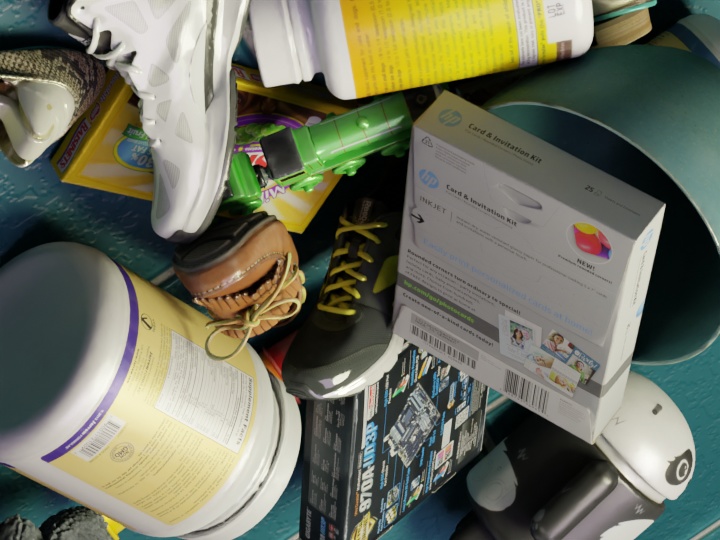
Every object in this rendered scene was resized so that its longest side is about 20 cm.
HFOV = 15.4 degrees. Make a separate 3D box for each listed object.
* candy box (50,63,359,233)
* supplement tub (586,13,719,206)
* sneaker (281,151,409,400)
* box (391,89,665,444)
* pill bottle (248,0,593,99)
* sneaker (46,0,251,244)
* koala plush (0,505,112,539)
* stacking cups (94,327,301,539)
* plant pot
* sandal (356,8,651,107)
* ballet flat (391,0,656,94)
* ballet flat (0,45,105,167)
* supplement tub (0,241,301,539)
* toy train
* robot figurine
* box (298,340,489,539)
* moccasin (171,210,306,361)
[{"bbox_3d":[-0.088,-0.082,1.669,0.199,0.026,0.102,11,126,-42],"label":"candy box"},{"bbox_3d":[0.188,-0.063,1.790,0.200,0.145,0.145,-35,141,-1],"label":"supplement tub"},{"bbox_3d":[0.000,0.000,1.747,0.200,0.074,0.085,-55,137,-35],"label":"sneaker"},{"bbox_3d":[0.098,0.000,1.626,0.041,0.156,0.200,-49,157,-32],"label":"box"},{"bbox_3d":[0.033,-0.164,1.582,0.199,0.110,0.109,-10,139,0],"label":"pill bottle"},{"bbox_3d":[-0.131,-0.117,1.547,0.115,0.076,0.202,3,102,-20],"label":"sneaker"},{"bbox_3d":[-0.293,0.236,1.748,0.200,0.184,0.177,-29,128,35],"label":"koala plush"},{"bbox_3d":[-0.106,0.102,1.826,0.200,0.061,0.061,-37,141,-5],"label":"stacking cups"},{"bbox_3d":[0.172,-0.062,1.639,0.135,0.200,0.201,-48,150,-33],"label":"plant pot"},{"bbox_3d":[0.103,-0.111,1.722,0.211,0.078,0.070,-23,109,-21],"label":"sandal"},{"bbox_3d":[0.096,-0.171,1.688,0.199,0.070,0.070,-22,139,-17],"label":"ballet flat"},{"bbox_3d":[-0.224,-0.091,1.522,0.199,0.075,0.068,2,128,-37],"label":"ballet flat"},{"bbox_3d":[-0.146,0.083,1.686,0.145,0.146,0.200,-45,134,12],"label":"supplement tub"},{"bbox_3d":[-0.031,-0.073,1.628,0.199,0.042,0.056,-22,171,5],"label":"toy train"},{"bbox_3d":[0.162,0.165,2.018,0.200,0.150,0.125,-43,128,10],"label":"robot figurine"},{"bbox_3d":[0.028,0.095,1.873,0.159,0.046,0.201,-37,148,-33],"label":"box"},{"bbox_3d":[-0.071,0.011,1.643,0.073,0.078,0.201,-21,175,0],"label":"moccasin"}]
